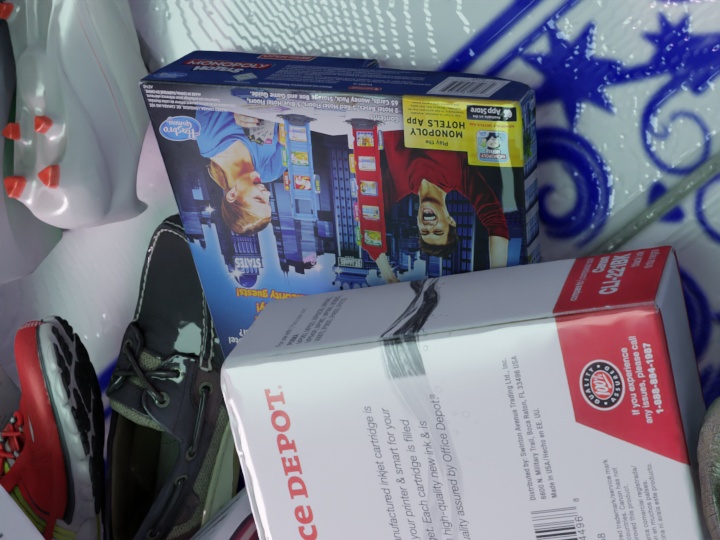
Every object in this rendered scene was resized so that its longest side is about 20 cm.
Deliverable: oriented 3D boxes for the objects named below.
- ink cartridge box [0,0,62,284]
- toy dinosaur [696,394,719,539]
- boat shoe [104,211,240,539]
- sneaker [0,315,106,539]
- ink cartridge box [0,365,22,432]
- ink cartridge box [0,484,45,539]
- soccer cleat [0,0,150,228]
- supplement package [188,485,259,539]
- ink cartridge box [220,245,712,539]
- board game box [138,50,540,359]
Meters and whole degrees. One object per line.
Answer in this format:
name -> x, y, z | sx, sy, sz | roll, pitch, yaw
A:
ink cartridge box -> -0.202, -0.067, 1.169 | 0.050, 0.200, 0.161 | -7, 104, 4
toy dinosaur -> 0.182, 0.072, 1.016 | 0.077, 0.200, 0.102 | 22, 145, 53
boat shoe -> -0.100, 0.066, 1.224 | 0.072, 0.065, 0.200 | 28, 121, 38
sneaker -> -0.180, 0.112, 1.251 | 0.085, 0.077, 0.200 | 0, 127, -4
ink cartridge box -> -0.289, 0.034, 1.295 | 0.200, 0.045, 0.176 | 16, 152, 27
ink cartridge box -> -0.194, 0.167, 1.177 | 0.116, 0.068, 0.200 | 51, 155, -3
soccer cleat -> -0.143, -0.120, 1.196 | 0.069, 0.078, 0.200 | -4, 85, 42
supplement package -> -0.041, 0.237, 1.201 | 0.200, 0.111, 0.156 | 43, 125, -3
ink cartridge box -> 0.053, 0.080, 1.060 | 0.200, 0.084, 0.144 | -8, 108, 15
board game box -> 0.000, 0.000, 1.143 | 0.200, 0.062, 0.200 | 6, 112, 25
